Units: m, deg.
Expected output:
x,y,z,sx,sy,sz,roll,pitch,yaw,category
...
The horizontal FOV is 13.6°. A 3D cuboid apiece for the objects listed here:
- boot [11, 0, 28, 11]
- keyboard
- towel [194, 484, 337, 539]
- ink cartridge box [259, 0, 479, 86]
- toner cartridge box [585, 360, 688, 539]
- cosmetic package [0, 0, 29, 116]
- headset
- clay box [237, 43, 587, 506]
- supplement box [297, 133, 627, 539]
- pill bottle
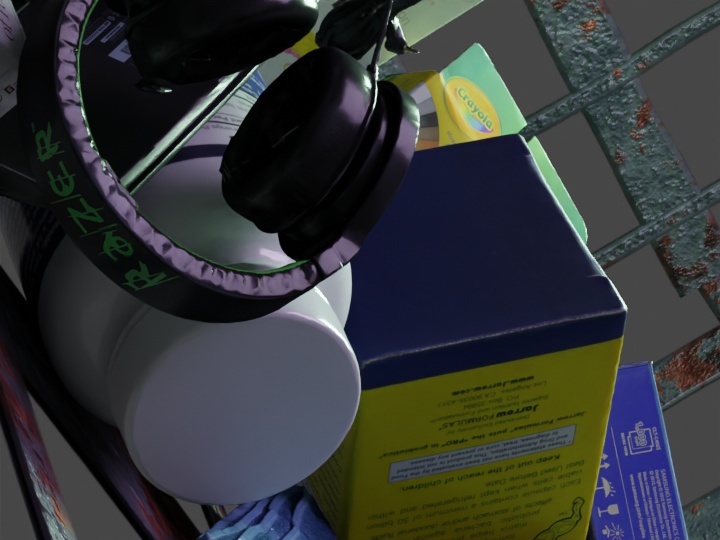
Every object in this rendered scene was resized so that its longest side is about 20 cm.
x,y,z,sx,sy,sz,roll,pitch,yaw,category
-0.100,-0.120,1.211,0.074,0.199,0.096,-62,-139,44,boot
-0.100,-0.084,1.045,0.127,0.021,0.200,25,36,11,keyboard
-0.021,0.134,1.038,0.112,0.048,0.200,61,2,2,towel
-0.067,-0.139,1.348,0.148,0.200,0.086,57,2,-31,ink cartridge box
0.103,0.144,1.236,0.095,0.043,0.201,150,-70,-70,toner cartridge box
-0.167,-0.128,0.984,0.083,0.051,0.200,41,15,-43,cosmetic package
-0.037,-0.058,0.983,0.124,0.094,0.200,55,47,-4,headset
0.000,0.000,1.314,0.048,0.200,0.115,0,-55,59,clay box
0.024,0.062,1.182,0.109,0.109,0.201,-118,-155,-43,supplement box
-0.067,-0.011,1.064,0.111,0.111,0.200,58,4,-40,pill bottle
